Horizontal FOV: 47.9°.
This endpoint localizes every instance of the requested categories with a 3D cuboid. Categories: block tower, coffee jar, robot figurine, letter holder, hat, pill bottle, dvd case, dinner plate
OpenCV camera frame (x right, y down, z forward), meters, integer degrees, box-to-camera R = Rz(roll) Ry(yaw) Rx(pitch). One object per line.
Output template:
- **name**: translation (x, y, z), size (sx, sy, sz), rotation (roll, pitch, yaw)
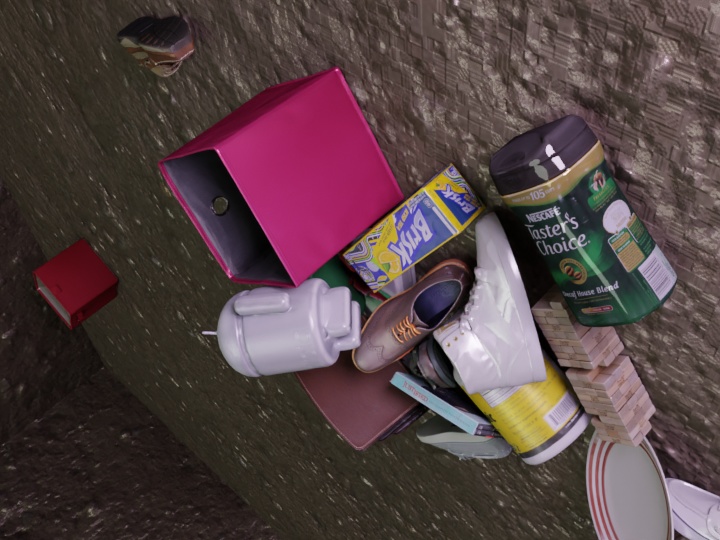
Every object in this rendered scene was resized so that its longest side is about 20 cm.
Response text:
- **block tower**: translation (0.265, 0.102, 0.918), size (0.058, 0.054, 0.201), rotation (-2, 123, 57)
- **coffee jar**: translation (0.210, -0.047, 0.776), size (0.201, 0.085, 0.104), rotation (56, 153, -11)
- **robot figurine**: translation (-0.100, 0.074, 1.046), size (0.198, 0.114, 0.170), rotation (-10, 145, 15)
- **letter holder**: translation (-0.007, 0.166, 1.235), size (0.200, 0.142, 0.101), rotation (50, 175, 20)
- **hat**: translation (0.000, 0.036, 1.179), size (0.174, 0.201, 0.167), rotation (5, 135, -8)
- **pill bottle**: translation (0.186, 0.133, 1.016), size (0.200, 0.111, 0.111), rotation (50, 154, 2)
- **dvd case**: translation (0.149, 0.190, 1.120), size (0.145, 0.022, 0.199), rotation (28, -177, 38)
- **dinner plate**: translation (0.328, 0.278, 0.980), size (0.200, 0.024, 0.203), rotation (176, 90, -80)

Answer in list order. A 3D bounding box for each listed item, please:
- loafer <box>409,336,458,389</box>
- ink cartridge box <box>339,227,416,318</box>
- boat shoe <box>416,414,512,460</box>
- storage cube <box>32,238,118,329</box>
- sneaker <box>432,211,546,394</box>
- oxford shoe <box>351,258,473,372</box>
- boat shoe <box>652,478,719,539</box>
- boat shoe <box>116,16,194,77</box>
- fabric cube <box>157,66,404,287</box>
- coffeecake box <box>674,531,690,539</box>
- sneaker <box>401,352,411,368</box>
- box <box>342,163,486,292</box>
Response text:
- **loafer**: translation (0.097, 0.131, 1.096), size (0.072, 0.062, 0.200), rotation (65, -168, 8)
- **ink cartridge box**: translation (0.000, 0.000, 1.211), size (0.199, 0.050, 0.162), rotation (28, 146, 34)
- **boat shoe**: translation (0.161, 0.268, 1.278), size (0.072, 0.070, 0.200), rotation (58, 150, -9)
- **storage cube**: translation (-0.869, 0.041, 2.479), size (0.200, 0.179, 0.171), rotation (49, 154, 4)
- **sneaker**: translation (0.133, 0.043, 0.926), size (0.074, 0.114, 0.202), rotation (-29, -76, -81)
- **oxford shoe**: translation (0.059, 0.063, 1.034), size (0.071, 0.200, 0.073), rotation (44, -163, -1)
- **boat shoe**: translation (0.424, 0.283, 0.901), size (0.199, 0.073, 0.066), rotation (30, 127, 36)
- **boat shoe**: translation (-0.298, -0.336, 1.225), size (0.200, 0.076, 0.074), rotation (30, 154, 50)
- **fabric cube**: translation (-0.105, -0.118, 1.051), size (0.199, 0.199, 0.197), rotation (3, 129, 56)
- **coffeecake box**: translation (0.368, 0.423, 1.006), size (0.073, 0.200, 0.154), rotation (38, 152, 20)
- **sneaker**: translation (0.007, 0.172, 1.327), size (0.198, 0.129, 0.080), rotation (34, 152, 30)
- **box**: translation (0.061, -0.047, 0.996), size (0.070, 0.064, 0.200), rotation (50, 143, -2)
